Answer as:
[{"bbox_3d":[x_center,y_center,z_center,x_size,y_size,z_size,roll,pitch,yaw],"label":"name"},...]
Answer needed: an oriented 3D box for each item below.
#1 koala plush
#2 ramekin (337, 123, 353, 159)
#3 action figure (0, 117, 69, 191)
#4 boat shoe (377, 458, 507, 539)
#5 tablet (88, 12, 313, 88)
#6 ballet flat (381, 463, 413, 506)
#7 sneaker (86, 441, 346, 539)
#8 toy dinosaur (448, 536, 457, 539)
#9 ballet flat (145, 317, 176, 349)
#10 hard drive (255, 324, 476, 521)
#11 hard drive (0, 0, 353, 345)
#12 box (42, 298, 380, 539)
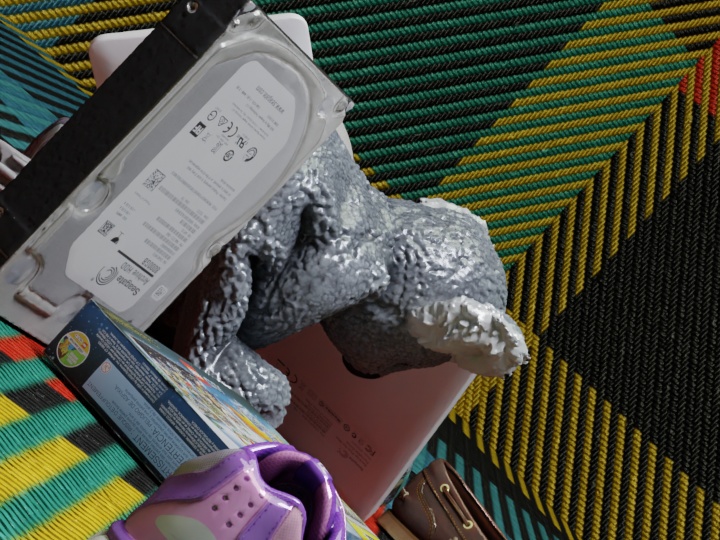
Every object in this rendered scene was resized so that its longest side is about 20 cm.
[{"bbox_3d":[0.000,0.000,1.550,0.199,0.185,0.178,15,24,-14],"label":"koala plush"},{"bbox_3d":[-0.090,-0.040,1.871,0.202,0.202,0.094,42,13,-37],"label":"ramekin"},{"bbox_3d":[-0.182,-0.033,1.588,0.130,0.069,0.200,50,4,-10],"label":"action figure"},{"bbox_3d":[0.101,0.217,1.856,0.200,0.070,0.070,45,1,15],"label":"boat shoe"},{"bbox_3d":[-0.085,-0.071,1.595,0.201,0.129,0.014,82,3,-46],"label":"tablet"},{"bbox_3d":[-0.035,0.076,1.818,0.200,0.074,0.074,46,1,-4],"label":"ballet flat"},{"bbox_3d":[-0.039,0.105,0.957,0.080,0.089,0.200,42,0,13],"label":"sneaker"},{"bbox_3d":[0.091,0.235,1.716,0.200,0.058,0.101,31,24,-44],"label":"toy dinosaur"},{"bbox_3d":[-0.159,-0.015,1.730,0.200,0.057,0.066,44,0,32],"label":"ballet flat"},{"bbox_3d":[-0.001,0.061,1.717,0.132,0.200,0.026,43,44,10],"label":"hard drive"},{"bbox_3d":[-0.104,-0.045,1.336,0.038,0.200,0.140,46,2,29],"label":"hard drive"},{"bbox_3d":[-0.067,0.098,1.353,0.137,0.038,0.200,44,2,28],"label":"box"}]
